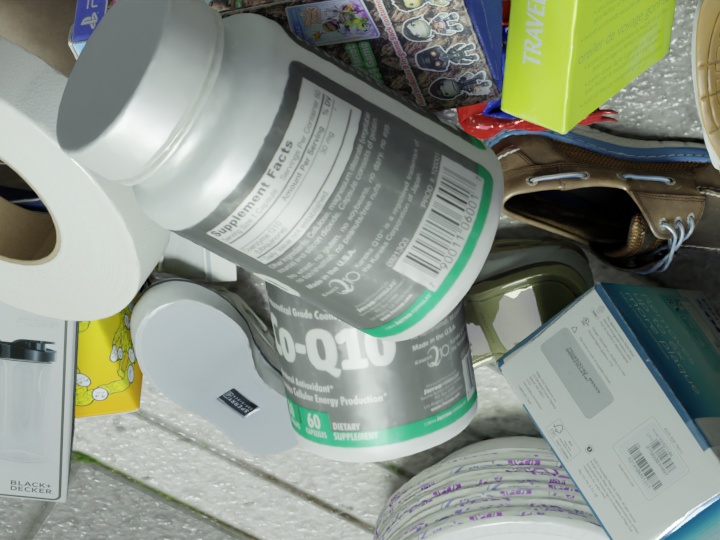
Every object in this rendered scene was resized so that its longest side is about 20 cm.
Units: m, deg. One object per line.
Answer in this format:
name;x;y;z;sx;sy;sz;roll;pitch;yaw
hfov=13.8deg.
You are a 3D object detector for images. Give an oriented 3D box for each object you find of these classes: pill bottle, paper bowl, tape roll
pill bottle;0.000;0.000;1.741;0.113;0.113;0.201;-6;111;10
pill bottle;-0.039;-0.054;1.437;0.200;0.113;0.113;29;132;-26
paper bowl;0.108;0.190;2.013;0.200;0.105;0.201;2;138;2
tape roll;-0.195;-0.053;1.564;0.202;0.037;0.203;24;149;15

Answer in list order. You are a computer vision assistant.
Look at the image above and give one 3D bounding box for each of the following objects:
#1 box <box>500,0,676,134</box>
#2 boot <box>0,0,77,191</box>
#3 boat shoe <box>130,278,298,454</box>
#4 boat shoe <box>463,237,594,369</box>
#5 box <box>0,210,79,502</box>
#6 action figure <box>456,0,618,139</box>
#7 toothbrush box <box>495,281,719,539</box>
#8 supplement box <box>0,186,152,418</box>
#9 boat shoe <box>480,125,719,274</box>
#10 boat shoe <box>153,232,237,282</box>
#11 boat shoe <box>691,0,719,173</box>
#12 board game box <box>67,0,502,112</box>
box;0.128;-0.185;1.548;0.048;0.122;0.200;23;128;26
boot;-0.184;-0.140;1.662;0.146;0.070;0.201;-10;101;-20
boat shoe;-0.091;0.046;1.874;0.071;0.070;0.200;-29;145;12
boat shoe;0.049;0.027;1.852;0.199;0.068;0.075;-9;116;14
box;-0.221;0.049;1.737;0.116;0.060;0.200;5;139;-2
action figure;0.096;-0.127;1.668;0.099;0.065;0.200;-10;162;-5
toothbrush box;0.184;0.091;1.791;0.085;0.147;0.200;-38;163;17
supplement box;-0.207;-0.010;1.798;0.109;0.109;0.200;-7;138;11
boat shoe;0.165;-0.035;1.779;0.199;0.073;0.072;12;138;-11
boat shoe;-0.111;-0.065;1.769;0.068;0.072;0.200;-2;148;1
boat shoe;0.227;-0.087;1.722;0.071;0.069;0.200;-18;116;-3
board game box;-0.034;-0.156;1.526;0.199;0.160;0.097;-9;137;14
